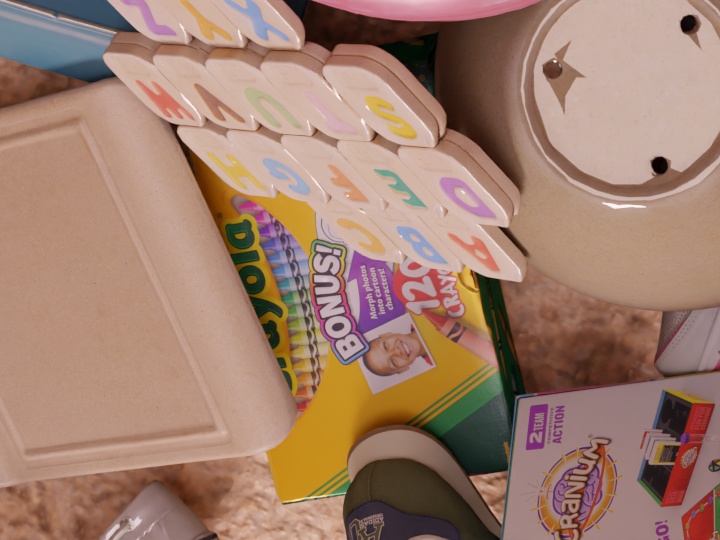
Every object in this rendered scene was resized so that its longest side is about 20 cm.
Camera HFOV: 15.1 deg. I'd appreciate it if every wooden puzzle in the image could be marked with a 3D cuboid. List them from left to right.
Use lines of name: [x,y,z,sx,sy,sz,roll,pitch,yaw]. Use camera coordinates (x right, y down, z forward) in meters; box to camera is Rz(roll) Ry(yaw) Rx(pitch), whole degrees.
wooden puzzle: [-0.138,0.008,1.268,0.200,0.037,0.185,-12,109,37]

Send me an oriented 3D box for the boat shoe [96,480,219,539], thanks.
boat shoe: [-0.149,0.178,1.339,0.200,0.072,0.066,-43,80,28]

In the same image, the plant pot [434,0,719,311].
plant pot: [0.117,-0.077,1.096,0.200,0.134,0.201,1,95,13]

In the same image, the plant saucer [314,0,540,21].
plant saucer: [0.038,-0.169,1.053,0.200,0.201,0.051,-6,144,11]

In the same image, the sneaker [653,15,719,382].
sneaker: [0.138,-0.047,1.209,0.088,0.081,0.200,4,102,9]

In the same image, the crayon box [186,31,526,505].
crayon box: [0.000,0.000,1.254,0.119,0.058,0.200,-10,108,13]

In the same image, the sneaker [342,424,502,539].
sneaker: [0.062,0.164,1.238,0.067,0.090,0.200,-36,112,26]

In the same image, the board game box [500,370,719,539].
board game box: [0.158,0.112,1.159,0.200,0.153,0.040,-8,138,22]

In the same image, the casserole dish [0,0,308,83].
casserole dish: [-0.120,-0.148,1.202,0.200,0.039,0.121,17,79,3]

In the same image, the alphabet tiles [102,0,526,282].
alphabet tiles: [-0.024,-0.059,1.112,0.196,0.200,0.015,45,69,-32]
